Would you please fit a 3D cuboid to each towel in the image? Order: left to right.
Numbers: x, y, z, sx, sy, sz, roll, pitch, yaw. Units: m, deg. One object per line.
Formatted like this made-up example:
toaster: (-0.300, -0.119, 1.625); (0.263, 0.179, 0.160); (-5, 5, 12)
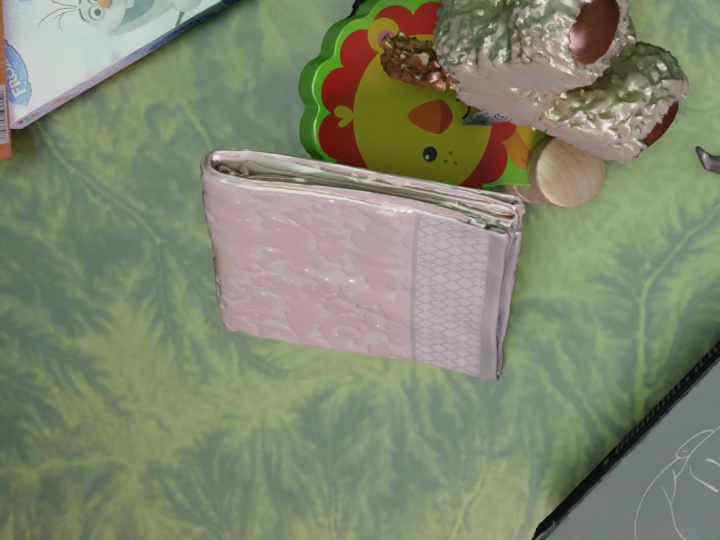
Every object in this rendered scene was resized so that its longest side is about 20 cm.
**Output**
towel: (0.000, 0.000, 1.380); (0.189, 0.201, 0.032); (10, 61, 6)

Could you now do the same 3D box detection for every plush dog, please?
plush dog: (0.106, -0.176, 1.302); (0.159, 0.200, 0.173); (13, 78, 27)

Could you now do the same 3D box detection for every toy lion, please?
toy lion: (0.058, -0.119, 1.386); (0.190, 0.069, 0.202); (7, 94, -20)

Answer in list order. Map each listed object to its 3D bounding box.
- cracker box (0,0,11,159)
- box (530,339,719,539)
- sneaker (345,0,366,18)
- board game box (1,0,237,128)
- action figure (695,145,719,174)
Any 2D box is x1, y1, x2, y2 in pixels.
cracker box: (-0.324, -0.135, 1.450); (0.198, 0.058, 0.135); (1, 99, 19)
box: (0.240, 0.158, 1.357); (0.200, 0.124, 0.197); (45, 95, 5)
sneaker: (0.029, -0.103, 1.438); (0.088, 0.077, 0.202); (8, 96, -18)
board game box: (-0.187, -0.226, 1.458); (0.198, 0.043, 0.201); (-28, 90, 8)
action figure: (0.302, -0.097, 1.399); (0.193, 0.105, 0.201); (-34, 64, 1)
